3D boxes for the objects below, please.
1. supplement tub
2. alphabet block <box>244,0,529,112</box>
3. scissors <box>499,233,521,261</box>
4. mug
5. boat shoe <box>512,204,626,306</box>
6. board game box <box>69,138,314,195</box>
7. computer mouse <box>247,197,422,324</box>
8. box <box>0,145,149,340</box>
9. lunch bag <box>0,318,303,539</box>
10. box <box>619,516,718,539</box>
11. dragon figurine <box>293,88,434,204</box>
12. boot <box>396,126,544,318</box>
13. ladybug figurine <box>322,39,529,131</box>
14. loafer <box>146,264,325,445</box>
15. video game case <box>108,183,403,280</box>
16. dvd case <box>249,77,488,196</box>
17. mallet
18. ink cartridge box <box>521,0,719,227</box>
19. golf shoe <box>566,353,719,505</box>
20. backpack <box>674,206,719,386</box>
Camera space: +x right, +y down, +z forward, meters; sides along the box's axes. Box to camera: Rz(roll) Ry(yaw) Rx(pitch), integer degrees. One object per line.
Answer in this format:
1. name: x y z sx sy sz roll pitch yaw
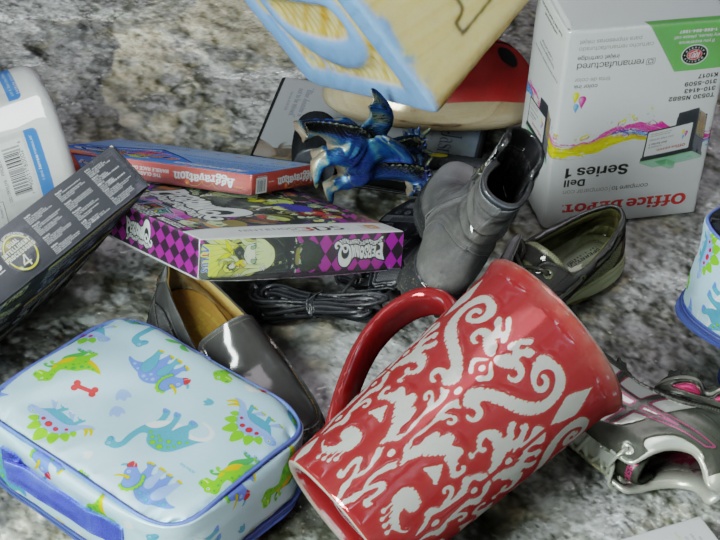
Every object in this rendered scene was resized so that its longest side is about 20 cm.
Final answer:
1. supplement tub: -0.331 -0.072 1.517 0.199 0.133 0.132 -19 41 -13
2. alphabet block: 0.019 -0.275 1.563 0.200 0.197 0.195 -50 36 -15
3. scissors: 0.085 0.052 1.453 0.073 0.014 0.200 26 61 38
4. mug: 0.053 0.105 1.317 0.200 0.134 0.177 -40 15 -13
5. boat shoe: 0.138 0.005 1.523 0.200 0.066 0.072 -30 51 -34
6. board game box: -0.148 -0.087 1.599 0.199 0.020 0.103 9 11 28
7. computer mouse: 0.000 0.000 1.548 0.140 0.046 0.200 0 28 30
8. box: -0.259 0.009 1.417 0.049 0.161 0.200 47 46 -2
9. lunch bag: -0.152 0.125 1.332 0.199 0.083 0.161 27 42 28
10. box: 0.170 0.240 1.243 0.199 0.037 0.145 -14 40 -20
11. dragon figurine: 0.005 -0.104 1.540 0.099 0.200 0.059 -22 67 6
12. boot: 0.096 -0.058 1.460 0.070 0.132 0.200 29 30 -10
13. ladybug figurine: 0.066 -0.169 1.693 0.198 0.072 0.136 2 20 -8
14. loafer: -0.096 0.065 1.422 0.073 0.073 0.200 -26 46 -33
15. video game case: -0.094 -0.034 1.500 0.180 0.036 0.200 -2 15 -33
16. dvd case: 0.012 -0.118 1.716 0.199 0.018 0.143 9 37 7
17. mallet: 0.037 -0.091 1.641 0.199 0.041 0.066 11 37 4
18. ink cartridge box: 0.218 -0.142 1.614 0.144 0.201 0.084 -6 41 -12
19. golf shoe: 0.177 0.109 1.386 0.199 0.078 0.088 10 44 9
20. backpack: 0.337 0.035 1.420 0.199 0.148 0.183 30 28 29
